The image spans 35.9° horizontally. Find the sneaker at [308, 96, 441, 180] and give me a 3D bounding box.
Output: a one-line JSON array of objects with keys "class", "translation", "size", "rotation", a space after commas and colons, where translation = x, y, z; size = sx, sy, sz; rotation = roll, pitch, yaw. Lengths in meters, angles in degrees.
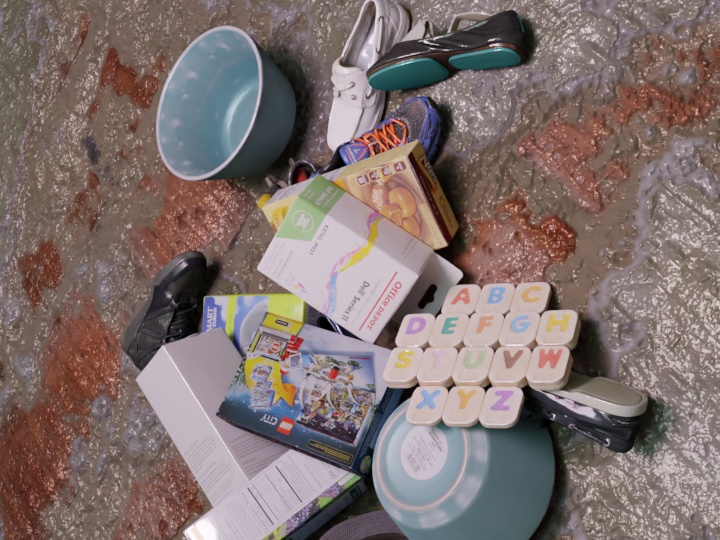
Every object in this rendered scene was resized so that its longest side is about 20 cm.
[{"class": "sneaker", "translation": [0.016, -0.133, 1.315], "size": [0.200, 0.078, 0.075], "rotation": [-42, 60, 27]}]

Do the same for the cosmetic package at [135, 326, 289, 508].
[{"class": "cosmetic package", "translation": [-0.171, 0.179, 1.360], "size": [0.200, 0.107, 0.085], "rotation": [55, 128, 18]}]

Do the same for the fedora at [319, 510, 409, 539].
[{"class": "fedora", "translation": [0.037, 0.363, 1.203], "size": [0.200, 0.176, 0.091], "rotation": [46, 146, 50]}]

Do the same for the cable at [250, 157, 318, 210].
[{"class": "cable", "translation": [-0.059, -0.059, 1.406], "size": [0.097, 0.050, 0.200], "rotation": [-39, 73, 12]}]

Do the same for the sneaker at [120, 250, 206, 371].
[{"class": "sneaker", "translation": [-0.247, 0.072, 1.509], "size": [0.114, 0.076, 0.200], "rotation": [50, 117, 31]}]

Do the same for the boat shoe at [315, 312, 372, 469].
[{"class": "boat shoe", "translation": [-0.014, 0.141, 1.308], "size": [0.084, 0.069, 0.200], "rotation": [-38, 61, 29]}]

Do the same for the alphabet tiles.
[{"class": "alphabet tiles", "translation": [0.123, 0.082, 1.151], "size": [0.199, 0.015, 0.196], "rotation": [-3, 43, 28]}]

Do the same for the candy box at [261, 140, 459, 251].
[{"class": "candy box", "translation": [-0.001, -0.062, 1.285], "size": [0.200, 0.055, 0.116], "rotation": [-17, 109, 28]}]

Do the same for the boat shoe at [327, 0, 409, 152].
[{"class": "boat shoe", "translation": [-0.007, -0.236, 1.354], "size": [0.071, 0.069, 0.201], "rotation": [23, 99, 38]}]

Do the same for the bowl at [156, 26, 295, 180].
[{"class": "bowl", "translation": [-0.160, -0.200, 1.436], "size": [0.200, 0.105, 0.201], "rotation": [-14, 69, 39]}]

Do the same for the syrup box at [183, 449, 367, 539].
[{"class": "syrup box", "translation": [-0.096, 0.276, 1.281], "size": [0.200, 0.079, 0.081], "rotation": [-37, 68, -9]}]

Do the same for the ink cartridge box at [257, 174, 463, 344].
[{"class": "ink cartridge box", "translation": [0.000, 0.000, 1.243], "size": [0.200, 0.067, 0.117], "rotation": [33, 124, 2]}]

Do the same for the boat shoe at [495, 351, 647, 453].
[{"class": "boat shoe", "translation": [0.199, 0.133, 1.134], "size": [0.199, 0.074, 0.066], "rotation": [15, 112, 39]}]

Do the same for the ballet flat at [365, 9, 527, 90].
[{"class": "ballet flat", "translation": [0.099, -0.256, 1.279], "size": [0.199, 0.068, 0.069], "rotation": [-5, 70, 29]}]

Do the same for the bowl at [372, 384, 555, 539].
[{"class": "bowl", "translation": [0.091, 0.205, 1.164], "size": [0.200, 0.105, 0.201], "rotation": [-16, 62, 33]}]

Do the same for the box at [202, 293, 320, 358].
[{"class": "box", "translation": [-0.136, 0.092, 1.431], "size": [0.200, 0.048, 0.122], "rotation": [-3, 82, 38]}]

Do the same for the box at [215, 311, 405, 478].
[{"class": "box", "translation": [-0.053, 0.135, 1.253], "size": [0.200, 0.038, 0.137], "rotation": [15, 73, 35]}]
